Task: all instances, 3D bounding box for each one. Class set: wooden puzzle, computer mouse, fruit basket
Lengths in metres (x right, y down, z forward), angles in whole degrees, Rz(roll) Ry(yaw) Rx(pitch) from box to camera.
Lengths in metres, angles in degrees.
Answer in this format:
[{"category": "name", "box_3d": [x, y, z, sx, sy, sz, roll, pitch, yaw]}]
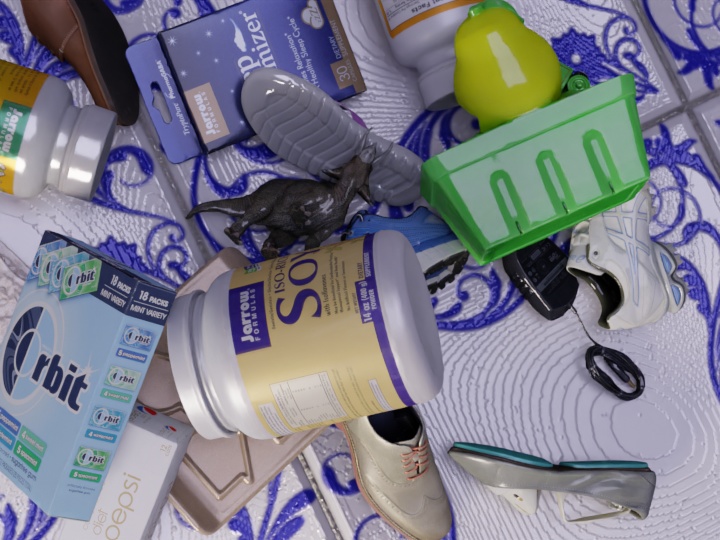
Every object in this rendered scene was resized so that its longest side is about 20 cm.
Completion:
[{"category": "wooden puzzle", "box_3d": [-0.129, 0.108, 1.253, 0.200, 0.046, 0.185, -42, 90, -16]}, {"category": "computer mouse", "box_3d": [0.201, 0.045, 1.320, 0.059, 0.034, 0.200, -39, 94, -32]}, {"category": "fruit basket", "box_3d": [0.139, -0.132, 1.222, 0.215, 0.156, 0.217, 0, 81, 2]}]

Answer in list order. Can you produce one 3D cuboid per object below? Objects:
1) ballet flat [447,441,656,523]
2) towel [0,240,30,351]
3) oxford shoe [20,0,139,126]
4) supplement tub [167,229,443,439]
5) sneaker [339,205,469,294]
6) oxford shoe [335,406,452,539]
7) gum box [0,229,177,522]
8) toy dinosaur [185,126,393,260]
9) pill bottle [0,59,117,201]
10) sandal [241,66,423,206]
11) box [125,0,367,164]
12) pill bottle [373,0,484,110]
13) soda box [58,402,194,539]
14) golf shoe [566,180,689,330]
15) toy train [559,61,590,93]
[{"category": "ballet flat", "box_3d": [0.176, 0.200, 1.274, 0.199, 0.067, 0.064, 7, 88, -7]}, {"category": "towel", "box_3d": [-0.376, 0.055, 1.225, 0.132, 0.034, 0.200, 42, 79, -1]}, {"category": "oxford shoe", "box_3d": [-0.265, -0.218, 1.274, 0.071, 0.071, 0.201, -25, 89, 19]}, {"category": "supplement tub", "box_3d": [-0.043, 0.057, 1.133, 0.199, 0.145, 0.146, -14, 84, 10]}, {"category": "sneaker", "box_3d": [0.000, 0.000, 1.272, 0.199, 0.079, 0.089, -25, 63, -25]}, {"category": "oxford shoe", "box_3d": [0.033, 0.167, 1.234, 0.071, 0.074, 0.200, -38, 108, -23]}, {"category": "gum box", "box_3d": [-0.246, 0.083, 1.158, 0.044, 0.170, 0.201, 19, 92, -41]}, {"category": "toy dinosaur", "box_3d": [-0.062, -0.054, 1.261, 0.077, 0.199, 0.102, 63, 33, -23]}, {"category": "pill bottle", "box_3d": [-0.323, -0.130, 1.218, 0.199, 0.113, 0.113, 18, 80, -6]}, {"category": "sandal", "box_3d": [-0.026, -0.126, 1.285, 0.202, 0.082, 0.050, 34, 36, -22]}, {"category": "box", "box_3d": [-0.106, -0.188, 1.291, 0.199, 0.032, 0.122, -23, 98, -10]}, {"category": "pill bottle", "box_3d": [0.069, -0.259, 1.296, 0.111, 0.111, 0.201, -18, 85, -11]}, {"category": "soda box", "box_3d": [-0.213, 0.218, 1.179, 0.068, 0.064, 0.201, 23, 98, 4]}, {"category": "golf shoe", "box_3d": [0.230, -0.039, 1.302, 0.097, 0.078, 0.201, -23, 86, -21]}, {"category": "toy train", "box_3d": [0.156, -0.115, 1.328, 0.056, 0.042, 0.200, 30, 79, 6]}]
